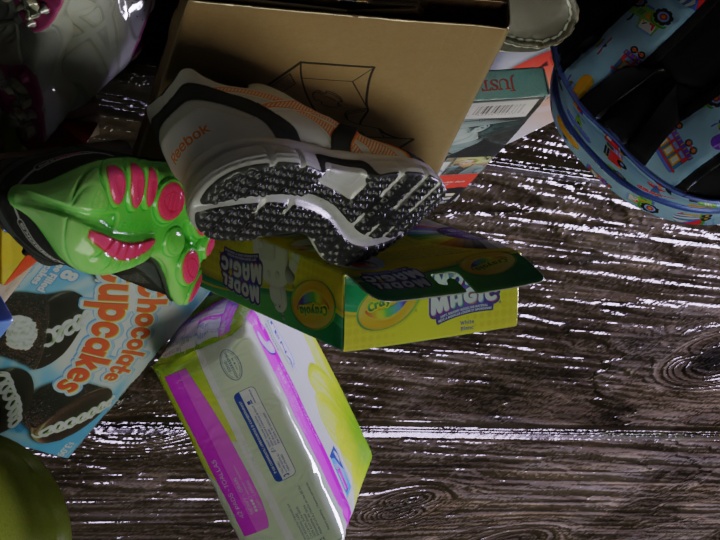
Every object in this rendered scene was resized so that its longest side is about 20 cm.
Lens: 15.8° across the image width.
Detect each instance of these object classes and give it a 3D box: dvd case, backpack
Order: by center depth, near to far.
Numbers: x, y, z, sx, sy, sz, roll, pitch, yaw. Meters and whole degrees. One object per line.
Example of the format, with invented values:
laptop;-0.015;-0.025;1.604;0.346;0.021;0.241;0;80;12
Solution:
backpack;0.194;-0.105;1.448;0.200;0.183;0.135;-38;168;-28
dvd case;0.011;-0.070;1.491;0.146;0.022;0.200;-5;167;-15

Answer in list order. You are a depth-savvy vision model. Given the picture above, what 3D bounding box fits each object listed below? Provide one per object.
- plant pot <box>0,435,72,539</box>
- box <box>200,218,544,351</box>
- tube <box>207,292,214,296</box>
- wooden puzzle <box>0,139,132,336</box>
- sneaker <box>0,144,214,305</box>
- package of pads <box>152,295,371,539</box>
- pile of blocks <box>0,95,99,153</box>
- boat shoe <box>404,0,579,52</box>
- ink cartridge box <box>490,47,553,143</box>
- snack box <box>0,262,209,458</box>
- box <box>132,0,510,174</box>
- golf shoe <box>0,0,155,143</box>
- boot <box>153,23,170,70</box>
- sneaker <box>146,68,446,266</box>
plant pot;-0.263;0.159;1.465;0.200;0.200;0.193;-33;166;18
box;0.000;0.000;1.424;0.117;0.048;0.200;-7;-165;-32
tube;-0.140;0.003;1.574;0.200;0.050;0.077;-13;142;-13
wooden puzzle;-0.228;0.006;1.338;0.185;0.046;0.200;-11;155;-47
sneaker;-0.124;-0.031;1.292;0.200;0.084;0.077;29;79;-72
package of pads;-0.059;0.087;1.608;0.068;0.155;0.200;-25;-172;9
pile of blocks;-0.219;-0.060;1.341;0.200;0.062;0.082;-8;151;-33
boat shoe;0.035;-0.160;1.277;0.202;0.060;0.072;29;91;-31
ink cartridge box;0.030;-0.103;1.510;0.200;0.050;0.162;-29;156;2
snack box;-0.171;0.024;1.527;0.116;0.037;0.200;19;126;-34
box;-0.027;-0.081;1.326;0.163;0.021;0.200;3;149;-14
golf shoe;-0.141;-0.144;1.250;0.091;0.075;0.200;-32;163;-24
boot;-0.034;-0.135;1.366;0.131;0.068;0.200;-22;158;-20
sneaker;-0.028;-0.056;1.291;0.074;0.080;0.200;-43;153;19
